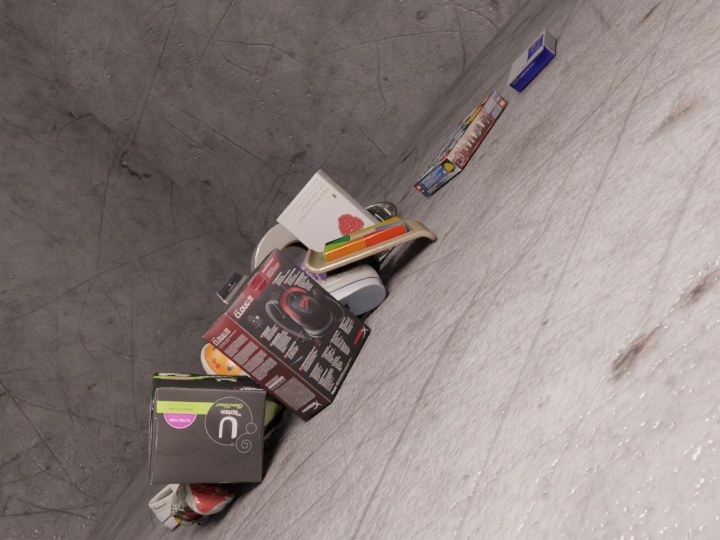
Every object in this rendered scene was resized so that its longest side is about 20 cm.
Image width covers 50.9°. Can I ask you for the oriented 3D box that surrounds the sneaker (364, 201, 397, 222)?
[{"bbox_3d":[0.019,-0.097,1.670,0.200,0.074,0.079,-43,5,48],"label":"sneaker"}]

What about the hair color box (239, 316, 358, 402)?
[{"bbox_3d":[-0.094,0.115,1.214,0.109,0.065,0.200,-2,47,53],"label":"hair color box"}]

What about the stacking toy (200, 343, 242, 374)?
[{"bbox_3d":[-0.183,0.113,1.357,0.201,0.146,0.146,-58,5,17],"label":"stacking toy"}]

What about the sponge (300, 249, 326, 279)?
[{"bbox_3d":[-0.062,0.012,1.452,0.030,0.112,0.200,-43,9,12],"label":"sponge"}]

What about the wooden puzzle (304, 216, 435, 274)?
[{"bbox_3d":[0.010,-0.047,1.194,0.199,0.037,0.185,-16,9,1],"label":"wooden puzzle"}]

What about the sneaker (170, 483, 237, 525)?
[{"bbox_3d":[-0.230,0.333,1.090,0.200,0.078,0.083,142,152,-72],"label":"sneaker"}]

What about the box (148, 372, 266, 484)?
[{"bbox_3d":[-0.219,0.215,1.061,0.200,0.148,0.125,176,97,-74],"label":"box"}]

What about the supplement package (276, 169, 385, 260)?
[{"bbox_3d":[-0.043,-0.082,1.456,0.121,0.200,0.120,-49,7,8],"label":"supplement package"}]

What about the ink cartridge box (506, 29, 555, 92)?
[{"bbox_3d":[0.324,-0.395,1.433,0.095,0.037,0.200,-46,6,29],"label":"ink cartridge box"}]

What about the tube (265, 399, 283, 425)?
[{"bbox_3d":[-0.134,0.193,1.271,0.200,0.052,0.058,-69,-22,-51],"label":"tube"}]

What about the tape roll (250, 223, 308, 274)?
[{"bbox_3d":[-0.140,-0.009,1.682,0.203,0.202,0.139,-52,8,-11],"label":"tape roll"}]

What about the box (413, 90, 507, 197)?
[{"bbox_3d":[0.192,-0.243,1.458,0.200,0.040,0.137,-54,9,-28],"label":"box"}]

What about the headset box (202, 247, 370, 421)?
[{"bbox_3d":[-0.103,0.077,1.022,0.075,0.200,0.149,-41,13,42],"label":"headset box"}]

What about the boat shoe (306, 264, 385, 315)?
[{"bbox_3d":[-0.067,0.039,1.151,0.201,0.075,0.086,-24,44,1],"label":"boat shoe"}]

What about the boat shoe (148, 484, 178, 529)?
[{"bbox_3d":[-0.291,0.363,1.276,0.200,0.067,0.074,-48,8,20],"label":"boat shoe"}]

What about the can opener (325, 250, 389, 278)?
[{"bbox_3d":[0.000,0.000,1.276,0.053,0.067,0.200,-1,15,20],"label":"can opener"}]
